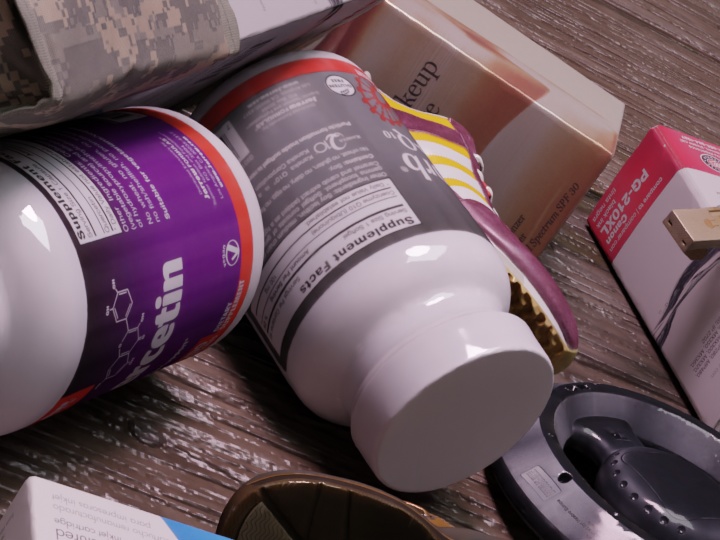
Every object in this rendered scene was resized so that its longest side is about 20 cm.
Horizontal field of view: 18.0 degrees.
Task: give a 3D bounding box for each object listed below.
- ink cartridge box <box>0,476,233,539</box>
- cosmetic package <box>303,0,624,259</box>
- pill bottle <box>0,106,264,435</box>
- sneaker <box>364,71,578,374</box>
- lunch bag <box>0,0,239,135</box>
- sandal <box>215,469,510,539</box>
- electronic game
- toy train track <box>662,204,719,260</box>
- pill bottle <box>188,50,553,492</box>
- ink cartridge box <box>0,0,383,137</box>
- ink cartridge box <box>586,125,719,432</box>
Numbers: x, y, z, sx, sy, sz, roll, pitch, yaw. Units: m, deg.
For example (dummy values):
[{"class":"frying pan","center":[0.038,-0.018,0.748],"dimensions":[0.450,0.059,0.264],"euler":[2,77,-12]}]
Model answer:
[{"class":"ink cartridge box","center":[-0.068,0.173,0.759],"dimensions":[0.116,0.067,0.201],"euler":[21,30,-27]},{"class":"cosmetic package","center":[0.040,-0.098,1.291],"dimensions":[0.199,0.104,0.087],"euler":[33,26,-4]},{"class":"pill bottle","center":[-0.131,0.001,0.916],"dimensions":[0.112,0.113,0.200],"euler":[43,28,14]},{"class":"sneaker","center":[0.049,-0.031,1.200],"dimensions":[0.200,0.075,0.090],"euler":[43,45,7]},{"class":"lunch bag","center":[-0.176,-0.108,0.916],"dimensions":[0.164,0.199,0.118],"euler":[-28,105,-63]},{"class":"sandal","center":[0.019,0.123,0.938],"dimensions":[0.199,0.082,0.055],"euler":[13,17,-35]},{"class":"electronic game","center":[0.153,0.121,1.134],"dimensions":[0.199,0.042,0.200],"euler":[24,23,-11]},{"class":"toy train track","center":[0.240,-0.021,1.297],"dimensions":[0.199,0.033,0.115],"euler":[-4,53,-42]},{"class":"pill bottle","center":[0.000,0.000,1.068],"dimensions":[0.115,0.116,0.200],"euler":[6,39,-45]},{"class":"ink cartridge box","center":[-0.089,-0.127,1.083],"dimensions":[0.084,0.145,0.200],"euler":[63,31,-1]},{"class":"ink cartridge box","center":[0.243,0.020,1.356],"dimensions":[0.144,0.085,0.200],"euler":[16,32,-31]}]
